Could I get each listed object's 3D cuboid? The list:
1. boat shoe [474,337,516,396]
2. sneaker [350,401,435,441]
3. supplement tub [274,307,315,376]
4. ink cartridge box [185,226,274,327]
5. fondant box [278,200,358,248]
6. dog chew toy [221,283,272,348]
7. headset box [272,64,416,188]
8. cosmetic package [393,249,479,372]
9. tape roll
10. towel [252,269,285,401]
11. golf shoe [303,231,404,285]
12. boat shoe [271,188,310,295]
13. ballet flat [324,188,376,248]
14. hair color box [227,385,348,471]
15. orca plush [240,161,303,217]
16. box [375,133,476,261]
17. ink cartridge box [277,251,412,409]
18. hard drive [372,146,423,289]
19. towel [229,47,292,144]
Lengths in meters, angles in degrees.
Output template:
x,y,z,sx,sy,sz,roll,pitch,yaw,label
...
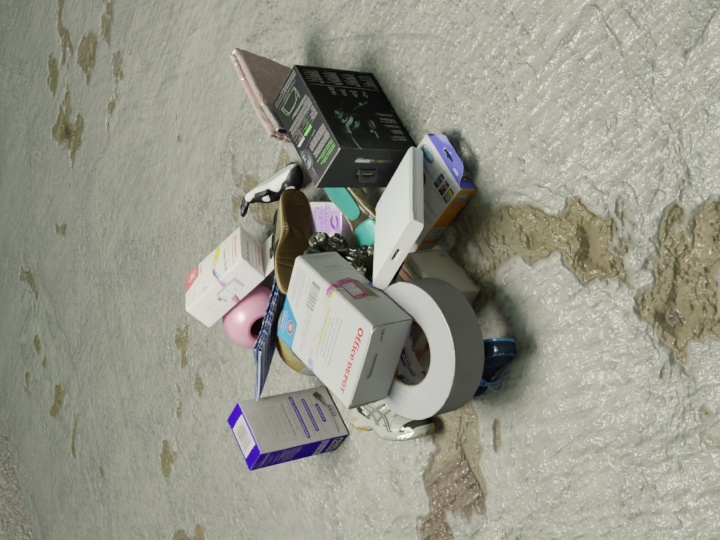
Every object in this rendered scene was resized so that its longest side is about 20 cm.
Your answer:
x,y,z,sx,sy,sz,roll,pitch,yaw,label
0.177,0.159,1.440,0.200,0.082,0.070,130,142,-58,boat shoe
0.046,0.230,1.606,0.198,0.075,0.090,4,97,51,sneaker
-0.074,0.105,1.653,0.200,0.141,0.148,139,121,-73,supplement tub
-0.247,-0.001,1.833,0.199,0.067,0.117,-40,32,17,ink cartridge box
-0.074,-0.053,1.747,0.198,0.057,0.148,5,97,50,fondant box
-0.235,0.068,1.917,0.200,0.122,0.127,42,125,50,dog chew toy
-0.023,-0.231,1.575,0.093,0.172,0.202,-52,56,38,headset box
0.093,0.078,1.522,0.104,0.086,0.202,50,129,36,cosmetic package
0.090,0.115,1.415,0.198,0.065,0.205,9,102,48,tape roll
-0.164,0.110,1.709,0.146,0.023,0.202,96,-175,-48,towel
0.000,0.000,1.607,0.197,0.078,0.089,23,151,19,golf shoe
-0.123,-0.044,1.705,0.065,0.072,0.204,132,145,-59,boat shoe
0.010,-0.091,1.630,0.067,0.062,0.202,-29,93,39,ballet flat
-0.131,0.284,1.734,0.110,0.197,0.065,60,136,28,hair color box
-0.162,-0.141,1.841,0.198,0.106,0.072,-28,106,38,orca plush
0.107,-0.121,1.529,0.201,0.041,0.120,-52,54,37,box
-0.027,0.087,1.435,0.200,0.083,0.147,42,126,39,ink cartridge box
0.058,-0.083,1.455,0.202,0.026,0.133,-87,23,-52,hard drive
-0.126,-0.296,1.684,0.032,0.198,0.193,-38,65,26,towel
